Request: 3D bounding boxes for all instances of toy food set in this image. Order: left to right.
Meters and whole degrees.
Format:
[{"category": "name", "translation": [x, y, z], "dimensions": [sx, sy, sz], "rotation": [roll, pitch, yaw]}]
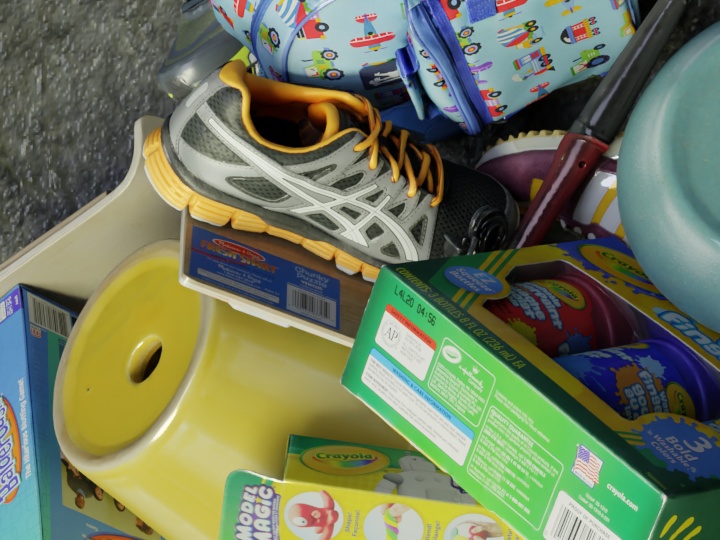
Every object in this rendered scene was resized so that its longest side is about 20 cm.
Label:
[{"category": "toy food set", "translation": [-0.143, -0.020, 1.694], "dimensions": [0.200, 0.143, 0.060], "rotation": [-33, 60, 30]}]

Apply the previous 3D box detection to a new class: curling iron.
[{"category": "curling iron", "translation": [0.107, -0.063, 1.495], "dimensions": [0.026, 0.050, 0.200], "rotation": [40, 93, 35]}]

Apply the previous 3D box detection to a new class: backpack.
[{"category": "backpack", "translation": [0.028, -0.146, 1.516], "dimensions": [0.200, 0.183, 0.135], "rotation": [-22, 67, -2]}]

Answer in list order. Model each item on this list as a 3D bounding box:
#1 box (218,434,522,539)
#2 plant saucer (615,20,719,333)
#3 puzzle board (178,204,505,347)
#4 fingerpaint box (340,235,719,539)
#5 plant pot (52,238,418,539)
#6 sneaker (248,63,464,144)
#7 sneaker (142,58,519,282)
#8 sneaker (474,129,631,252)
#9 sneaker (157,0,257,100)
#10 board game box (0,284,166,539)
[{"category": "box", "translation": [0.029, 0.148, 1.467], "dimensions": [0.200, 0.048, 0.117], "rotation": [7, 119, -2]}, {"category": "plant saucer", "translation": [0.220, -0.058, 1.445], "dimensions": [0.200, 0.036, 0.200], "rotation": [-6, 62, 12]}, {"category": "puzzle board", "translation": [0.000, 0.000, 1.528], "dimensions": [0.151, 0.200, 0.017], "rotation": [-92, 26, -56]}, {"category": "fingerpaint box", "translation": [0.121, 0.067, 1.409], "dimensions": [0.200, 0.167, 0.073], "rotation": [40, 122, 37]}, {"category": "plant pot", "translation": [-0.049, 0.078, 1.555], "dimensions": [0.201, 0.189, 0.201], "rotation": [-30, 47, 37]}, {"category": "sneaker", "translation": [-0.009, -0.104, 1.644], "dimensions": [0.200, 0.078, 0.066], "rotation": [-3, 84, 34]}, {"category": "sneaker", "translation": [-0.005, -0.050, 1.498], "dimensions": [0.077, 0.200, 0.078], "rotation": [-57, 32, 39]}, {"category": "sneaker", "translation": [0.141, -0.024, 1.535], "dimensions": [0.200, 0.075, 0.090], "rotation": [0, 83, 36]}, {"category": "sneaker", "translation": [-0.077, -0.180, 1.639], "dimensions": [0.074, 0.081, 0.200], "rotation": [-18, 43, 42]}, {"category": "board game box", "translation": [-0.137, 0.121, 1.635], "dimensions": [0.045, 0.152, 0.200], "rotation": [-39, 41, 28]}]
